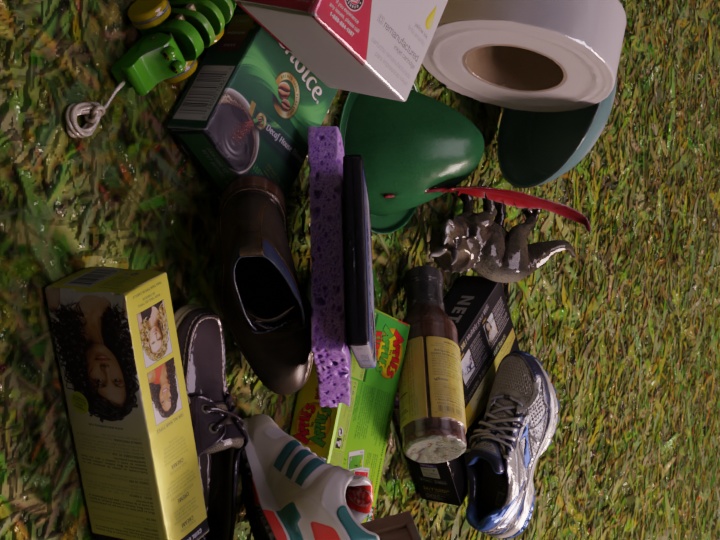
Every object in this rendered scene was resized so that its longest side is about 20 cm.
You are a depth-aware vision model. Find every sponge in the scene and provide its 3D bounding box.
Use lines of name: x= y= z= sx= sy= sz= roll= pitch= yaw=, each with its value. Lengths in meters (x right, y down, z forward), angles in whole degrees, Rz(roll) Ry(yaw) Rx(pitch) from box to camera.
sponge: x=-0.024 y=-0.003 z=0.978 sx=0.112 sy=0.030 sz=0.201 roll=85 pitch=3 yaw=-63

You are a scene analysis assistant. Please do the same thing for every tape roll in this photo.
tape roll: x=0.159 y=-0.230 z=1.208 sx=0.202 sy=0.202 sz=0.071 roll=33 pitch=65 yaw=-55

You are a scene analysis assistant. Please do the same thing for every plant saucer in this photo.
plant saucer: x=0.221 y=-0.179 z=1.328 sx=0.036 sy=0.200 sz=0.201 roll=20 pitch=75 yaw=-24

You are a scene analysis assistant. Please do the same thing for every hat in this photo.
hat: x=0.101 y=-0.113 z=1.146 sx=0.200 sy=0.176 sz=0.166 roll=-13 pitch=105 yaw=-57

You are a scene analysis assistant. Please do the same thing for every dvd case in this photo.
dvd case: x=0.000 y=0.000 z=0.981 sx=0.200 sy=0.017 sz=0.143 roll=75 pitch=12 yaw=-80

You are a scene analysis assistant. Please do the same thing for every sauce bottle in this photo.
sauce bottle: x=0.068 y=0.087 z=1.180 sx=0.065 sy=0.065 sz=0.201 roll=52 pitch=31 yaw=-48

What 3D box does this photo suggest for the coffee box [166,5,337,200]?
coffee box: x=-0.073 y=-0.153 z=0.984 sx=0.123 sy=0.044 sz=0.200 roll=57 pitch=47 yaw=-46

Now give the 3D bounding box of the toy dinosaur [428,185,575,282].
toy dinosaur: x=0.142 y=-0.029 z=1.306 sx=0.200 sy=0.077 sz=0.103 roll=21 pitch=76 yaw=-36

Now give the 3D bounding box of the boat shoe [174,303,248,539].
boat shoe: x=-0.118 y=0.127 z=0.928 sx=0.072 sy=0.065 sz=0.201 roll=6 pitch=88 yaw=-57

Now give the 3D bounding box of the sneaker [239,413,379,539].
sneaker: x=-0.041 y=0.176 z=0.950 sx=0.200 sy=0.093 sz=0.071 roll=-122 pitch=-153 yaw=-63

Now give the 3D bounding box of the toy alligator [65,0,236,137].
toy alligator: x=-0.136 y=-0.162 z=0.869 sx=0.200 sy=0.054 sz=0.059 roll=-60 pitch=140 yaw=-35

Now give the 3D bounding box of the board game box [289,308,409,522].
board game box: x=-0.015 y=0.134 z=1.115 sx=0.102 sy=0.047 sz=0.201 roll=28 pitch=70 yaw=-57

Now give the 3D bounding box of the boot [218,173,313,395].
boot: x=-0.075 y=0.035 z=0.939 sx=0.097 sy=0.074 sz=0.201 roll=-97 pitch=177 yaw=-59

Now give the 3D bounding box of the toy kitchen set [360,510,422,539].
toy kitchen set: x=-0.044 y=0.288 z=0.995 sx=0.163 sy=0.199 sz=0.181 roll=-118 pitch=-164 yaw=-66

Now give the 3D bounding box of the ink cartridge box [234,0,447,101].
ink cartridge box: x=0.009 y=-0.254 z=0.932 sx=0.145 sy=0.083 sz=0.201 roll=33 pitch=77 yaw=-53

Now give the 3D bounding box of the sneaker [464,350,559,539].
sneaker: x=0.152 y=0.183 z=1.270 sx=0.085 sy=0.077 sz=0.201 roll=13 pitch=83 yaw=-54

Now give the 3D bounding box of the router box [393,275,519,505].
router box: x=0.109 y=0.126 z=1.312 sx=0.200 sy=0.052 sz=0.158 roll=-52 pitch=135 yaw=-42

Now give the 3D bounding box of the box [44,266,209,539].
box: x=-0.161 y=0.100 z=0.847 sx=0.050 sy=0.075 sz=0.201 roll=-34 pitch=121 yaw=-54
